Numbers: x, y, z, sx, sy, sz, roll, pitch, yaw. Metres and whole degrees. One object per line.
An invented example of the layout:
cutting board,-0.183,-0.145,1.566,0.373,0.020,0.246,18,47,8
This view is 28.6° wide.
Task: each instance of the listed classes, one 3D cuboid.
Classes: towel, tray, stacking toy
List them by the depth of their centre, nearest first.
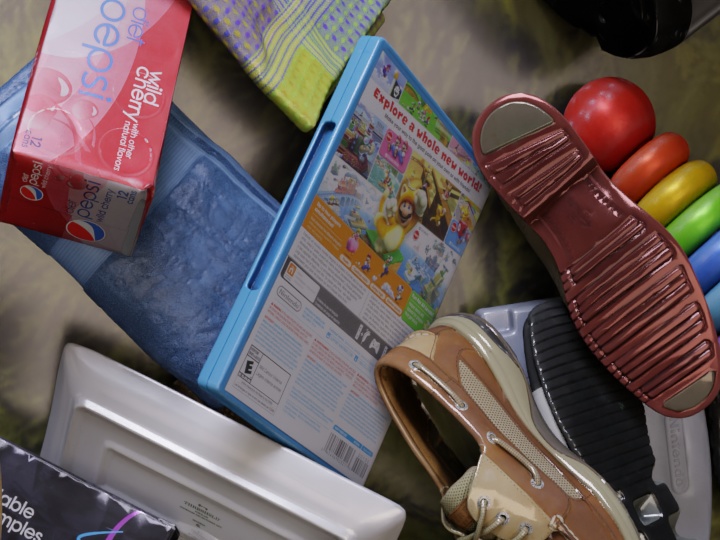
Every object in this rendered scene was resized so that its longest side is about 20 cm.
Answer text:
towel,-0.060,-0.183,0.729,0.201,0.023,0.144,54,39,-20
tray,-0.082,0.123,0.742,0.198,0.022,0.108,26,126,7
towel,-0.110,-0.029,0.744,0.200,0.049,0.112,44,61,-4
stacking toy,0.187,-0.027,0.802,0.085,0.085,0.201,-38,79,-7

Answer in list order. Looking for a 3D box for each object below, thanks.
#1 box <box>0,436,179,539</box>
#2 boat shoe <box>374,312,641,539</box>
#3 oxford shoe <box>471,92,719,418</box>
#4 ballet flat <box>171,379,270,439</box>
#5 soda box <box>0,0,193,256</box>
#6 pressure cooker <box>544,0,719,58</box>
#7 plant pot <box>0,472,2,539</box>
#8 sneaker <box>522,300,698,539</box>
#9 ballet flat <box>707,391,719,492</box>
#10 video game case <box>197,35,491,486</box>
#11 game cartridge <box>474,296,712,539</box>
box,-0.198,0.189,0.708,0.142,0.036,0.202,25,74,7
boat shoe,0.072,0.116,0.733,0.073,0.076,0.201,-16,60,-36
oxford shoe,0.136,-0.010,0.790,0.070,0.075,0.201,-31,83,6
ballet flat,-0.037,0.134,0.792,0.065,0.070,0.202,-32,108,-16
soda box,-0.124,-0.113,0.706,0.069,0.064,0.202,15,57,-14
pressure cooker,0.178,-0.237,0.759,0.199,0.179,0.177,-36,131,-8
plant pot,-0.234,0.093,0.494,0.198,0.186,0.189,6,92,-26
sneaker,0.121,0.119,0.786,0.073,0.088,0.202,-6,70,-37
ballet flat,0.233,0.052,0.858,0.065,0.057,0.203,1,87,1
video game case,0.000,0.000,0.749,0.143,0.018,0.202,43,66,-48
game cartridge,0.142,0.114,0.842,0.131,0.041,0.203,-8,95,-16
